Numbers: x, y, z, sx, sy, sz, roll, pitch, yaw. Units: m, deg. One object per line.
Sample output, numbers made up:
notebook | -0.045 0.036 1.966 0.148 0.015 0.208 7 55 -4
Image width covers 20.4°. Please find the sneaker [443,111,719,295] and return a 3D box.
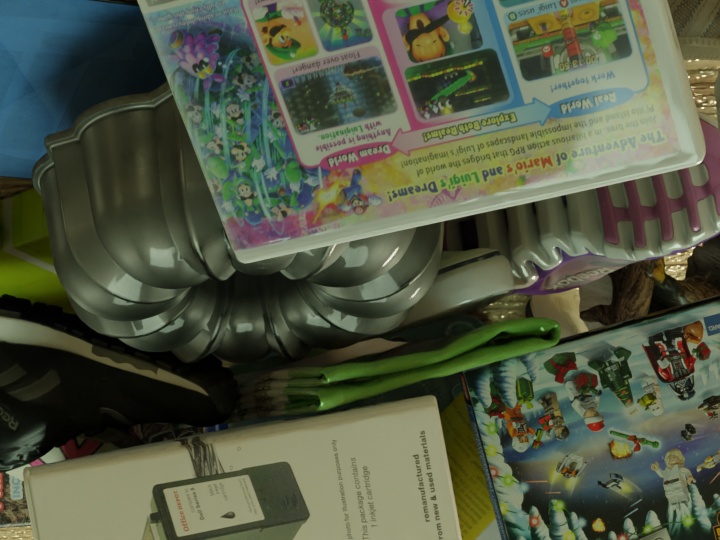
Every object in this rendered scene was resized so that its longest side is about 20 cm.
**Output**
sneaker | 0.129 -0.031 1.060 0.199 0.081 0.088 -17 162 39

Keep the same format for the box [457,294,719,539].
box | 0.163 0.091 1.049 0.199 0.138 0.040 -16 -179 -2

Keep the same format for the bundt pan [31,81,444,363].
bundt pan | -0.052 -0.012 0.930 0.201 0.076 0.202 -3 159 -1

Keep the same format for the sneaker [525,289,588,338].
sneaker | 0.128 0.072 1.281 0.084 0.075 0.200 -30 152 10

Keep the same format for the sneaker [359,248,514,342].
sneaker | 0.000 0.000 1.065 0.073 0.071 0.199 -14 -179 -40

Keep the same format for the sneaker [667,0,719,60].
sneaker | 0.131 -0.130 0.804 0.199 0.071 0.076 -9 134 13

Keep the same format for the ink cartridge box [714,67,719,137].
ink cartridge box | 0.269 -0.085 0.901 0.199 0.068 0.115 -4 160 0

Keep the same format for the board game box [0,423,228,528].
board game box | -0.185 0.102 1.227 0.199 0.097 0.159 -5 177 1

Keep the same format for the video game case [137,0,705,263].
video game case | 0.014 -0.104 0.773 0.199 0.024 0.183 -12 115 17

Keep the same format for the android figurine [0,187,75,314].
android figurine | -0.177 0.002 1.120 0.199 0.041 0.182 -14 156 27

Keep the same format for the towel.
towel | -0.006 0.049 1.058 0.149 0.031 0.200 -15 180 -29

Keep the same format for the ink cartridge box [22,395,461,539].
ink cartridge box | -0.057 0.121 1.005 0.199 0.085 0.146 -10 175 -3

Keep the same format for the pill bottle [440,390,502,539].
pill bottle | 0.067 0.138 1.130 0.200 0.112 0.112 -46 148 5

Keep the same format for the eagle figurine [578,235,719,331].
eagle figurine | 0.229 0.041 1.144 0.199 0.152 0.152 13 142 -22

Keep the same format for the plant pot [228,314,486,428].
plant pot | 0.013 0.130 1.287 0.195 0.197 0.200 -1 144 -10

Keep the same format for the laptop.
laptop | -0.174 -0.040 0.924 0.116 0.200 0.187 35 149 -4

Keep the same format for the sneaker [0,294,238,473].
sneaker | -0.158 0.066 1.028 0.199 0.088 0.076 13 -173 18

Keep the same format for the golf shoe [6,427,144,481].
golf shoe | -0.143 0.123 1.109 0.199 0.093 0.073 18 177 2
